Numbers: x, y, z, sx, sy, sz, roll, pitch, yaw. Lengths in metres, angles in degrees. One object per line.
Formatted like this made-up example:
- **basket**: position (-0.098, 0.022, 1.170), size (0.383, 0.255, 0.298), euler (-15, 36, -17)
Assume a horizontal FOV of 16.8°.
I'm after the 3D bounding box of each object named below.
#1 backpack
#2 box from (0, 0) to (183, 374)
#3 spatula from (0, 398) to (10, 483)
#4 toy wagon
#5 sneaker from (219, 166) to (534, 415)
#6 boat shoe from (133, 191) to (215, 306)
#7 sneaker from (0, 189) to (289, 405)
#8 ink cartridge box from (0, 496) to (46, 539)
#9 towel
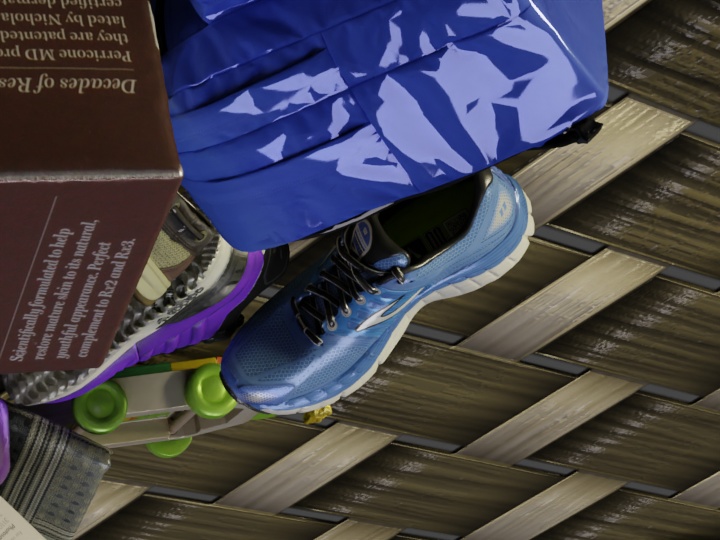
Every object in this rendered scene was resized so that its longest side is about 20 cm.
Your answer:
- **backpack**: position (-0.013, -0.120, 1.064), size (0.199, 0.163, 0.168), euler (-26, 121, 23)
- **box**: position (-0.183, -0.080, 1.008), size (0.163, 0.201, 0.166), euler (-2, 152, -21)
- **spatula**: position (-0.223, 0.044, 1.342), size (0.056, 0.021, 0.201), euler (3, 128, -2)
- **toy wagon**: position (-0.116, 0.085, 1.492), size (0.198, 0.040, 0.155), euler (-7, 169, -17)
- **sneaker**: position (0.000, 0.000, 1.347), size (0.200, 0.079, 0.089), euler (-38, 151, 0)
- **boat shoe**: position (-0.130, -0.062, 1.219), size (0.066, 0.072, 0.201), euler (-40, 141, -10)
- **sneaker**: position (-0.118, 0.025, 1.378), size (0.199, 0.070, 0.099), euler (-29, 158, 33)
- **ink cartridge box**: position (-0.249, 0.159, 1.365), size (0.068, 0.200, 0.115), euler (-47, 180, -40)
- **towel**: position (-0.259, 0.121, 1.459), size (0.191, 0.035, 0.200), euler (23, 139, -10)
